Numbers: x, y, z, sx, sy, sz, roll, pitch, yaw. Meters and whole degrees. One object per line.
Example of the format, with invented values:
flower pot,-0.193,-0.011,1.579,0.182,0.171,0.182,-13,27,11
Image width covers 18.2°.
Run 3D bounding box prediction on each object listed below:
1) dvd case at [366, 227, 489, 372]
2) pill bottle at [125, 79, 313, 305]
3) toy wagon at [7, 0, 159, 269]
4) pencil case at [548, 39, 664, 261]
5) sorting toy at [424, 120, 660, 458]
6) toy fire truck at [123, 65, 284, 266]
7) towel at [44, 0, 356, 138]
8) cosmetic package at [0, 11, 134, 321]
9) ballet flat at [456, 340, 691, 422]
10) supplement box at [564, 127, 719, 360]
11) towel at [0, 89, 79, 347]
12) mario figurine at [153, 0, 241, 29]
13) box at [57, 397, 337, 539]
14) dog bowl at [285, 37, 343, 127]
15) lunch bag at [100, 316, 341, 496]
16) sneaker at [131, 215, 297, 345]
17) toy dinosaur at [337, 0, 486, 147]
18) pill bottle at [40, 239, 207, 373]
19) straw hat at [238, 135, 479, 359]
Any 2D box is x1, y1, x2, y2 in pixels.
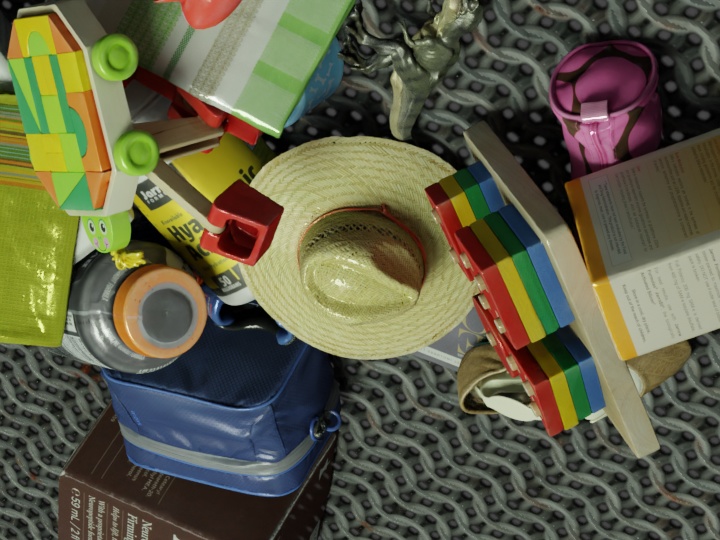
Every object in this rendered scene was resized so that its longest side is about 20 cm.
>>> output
dvd case,0.072,0.007,1.795,0.148,0.016,0.200,20,139,15
pill bottle,-0.128,-0.078,1.769,0.111,0.111,0.200,-23,115,45
toy wagon,-0.198,-0.094,1.615,0.155,0.039,0.201,5,109,57
pencil case,0.180,-0.061,1.593,0.090,0.094,0.200,10,134,26
sorting toy,0.121,0.023,1.617,0.069,0.200,0.199,-27,119,-2
toy fire truck,-0.130,-0.104,1.642,0.200,0.141,0.049,29,140,5
towel,-0.110,-0.206,1.629,0.200,0.150,0.031,30,-175,2
cosmetic package,-0.306,-0.090,1.789,0.165,0.165,0.200,-36,111,4
ballet flat,0.161,0.086,1.757,0.199,0.072,0.068,-5,131,29
supplement box,0.247,-0.032,1.487,0.199,0.126,0.074,-19,124,9
towel,-0.257,-0.037,1.718,0.086,0.018,0.201,6,108,-12
mario figurine,-0.137,-0.262,1.554,0.106,0.123,0.201,14,124,47
box,-0.149,0.211,2.034,0.199,0.164,0.166,23,139,13
dog bowl,-0.108,-0.184,1.696,0.200,0.050,0.111,39,140,-5
lunch bag,-0.109,0.107,1.924,0.199,0.136,0.133,12,138,24
sneaker,-0.117,0.005,1.871,0.199,0.079,0.076,16,137,20
toy dinosaur,0.028,-0.156,1.639,0.088,0.048,0.200,25,144,0
pill bottle,-0.195,0.026,1.800,0.106,0.106,0.200,52,160,-22
straw hat,0.000,0.000,1.693,0.200,0.085,0.202,0,113,1
